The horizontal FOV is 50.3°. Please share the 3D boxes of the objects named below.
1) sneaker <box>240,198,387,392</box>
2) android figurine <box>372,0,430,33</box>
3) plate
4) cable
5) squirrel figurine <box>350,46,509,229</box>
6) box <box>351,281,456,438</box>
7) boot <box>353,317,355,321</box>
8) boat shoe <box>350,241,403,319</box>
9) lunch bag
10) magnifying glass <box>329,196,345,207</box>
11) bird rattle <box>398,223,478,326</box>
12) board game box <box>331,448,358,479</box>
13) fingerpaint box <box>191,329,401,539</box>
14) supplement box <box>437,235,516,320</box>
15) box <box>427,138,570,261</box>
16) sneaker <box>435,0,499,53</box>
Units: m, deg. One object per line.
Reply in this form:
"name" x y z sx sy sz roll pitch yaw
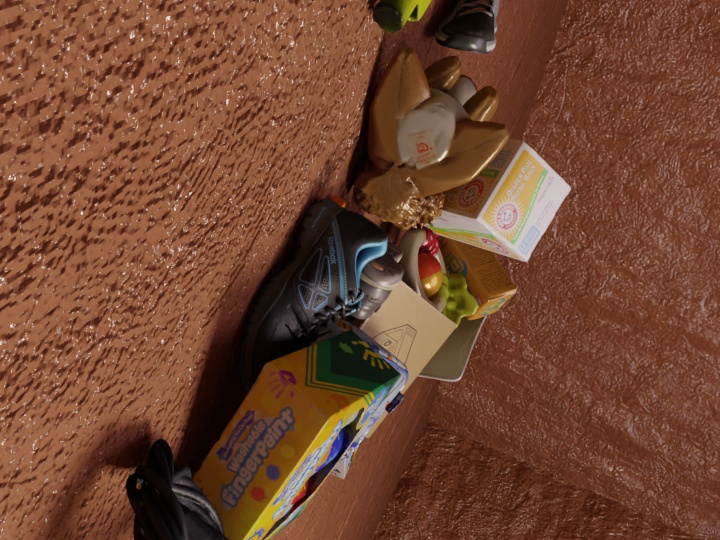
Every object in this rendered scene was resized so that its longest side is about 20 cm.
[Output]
"sneaker" -0.044 0.028 0.710 0.073 0.082 0.201 82 33 -71
"android figurine" 0.064 -0.317 0.691 0.182 0.041 0.201 83 31 -65
"plate" 0.107 0.099 1.236 0.200 0.199 0.032 -60 137 -36
"cable" -0.114 0.218 0.550 0.163 0.051 0.201 57 11 -69
"squirrel figurine" 0.069 -0.145 0.867 0.200 0.141 0.187 -58 -177 23
"box" 0.024 0.117 1.006 0.200 0.021 0.163 -52 138 1
"boot" 0.011 0.109 1.095 0.156 0.072 0.201 91 17 -62
"boat shoe" 0.000 0.000 0.853 0.074 0.074 0.200 -60 -177 12
"lunch bag" -0.027 0.148 0.887 0.160 0.075 0.200 -51 152 -4
"magnifying glass" -0.046 0.013 0.828 0.080 0.022 0.201 -51 161 -56
"bird rattle" 0.099 -0.007 1.099 0.163 0.112 0.201 -40 125 -63
"board game box" -0.016 0.275 1.366 0.200 0.034 0.127 94 21 -54
"fingerpaint box" -0.068 0.164 0.696 0.200 0.073 0.167 -56 164 17
"supplement box" 0.155 -0.026 1.193 0.069 0.200 0.067 -18 156 -35
"box" 0.145 -0.100 0.971 0.113 0.101 0.200 -58 -148 -5
"sneaker" 0.142 -0.342 0.946 0.200 0.075 0.116 -68 169 -61
